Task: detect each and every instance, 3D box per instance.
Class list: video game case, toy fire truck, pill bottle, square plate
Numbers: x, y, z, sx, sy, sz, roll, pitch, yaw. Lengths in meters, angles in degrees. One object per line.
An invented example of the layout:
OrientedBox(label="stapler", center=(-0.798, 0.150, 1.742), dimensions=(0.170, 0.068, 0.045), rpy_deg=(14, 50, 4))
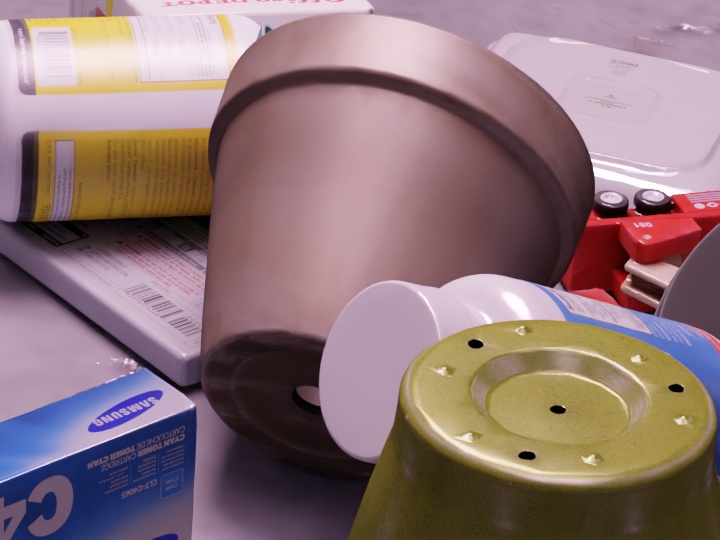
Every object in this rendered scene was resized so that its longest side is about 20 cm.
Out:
OrientedBox(label="video game case", center=(-0.084, -0.010, 1.650), dimensions=(0.182, 0.022, 0.200), rpy_deg=(-19, 36, -35))
OrientedBox(label="toy fire truck", center=(0.173, 0.008, 1.624), dimensions=(0.200, 0.049, 0.141), rpy_deg=(-4, 31, -17))
OrientedBox(label="pill bottle", center=(-0.107, -0.085, 1.645), dimensions=(0.200, 0.112, 0.112), rpy_deg=(-2, 30, -12))
OrientedBox(label="square plate", center=(0.148, -0.094, 1.825), dimensions=(0.200, 0.028, 0.198), rpy_deg=(13, 31, 15))
OrientedBox(label="pill bottle", center=(0.080, 0.064, 1.377), dimensions=(0.200, 0.112, 0.112), rpy_deg=(13, 18, -40))

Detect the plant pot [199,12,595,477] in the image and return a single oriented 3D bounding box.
OrientedBox(label="plant pot", center=(0.000, 0.000, 1.484), dimensions=(0.200, 0.200, 0.174), rpy_deg=(12, 53, 13))

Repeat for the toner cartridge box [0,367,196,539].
OrientedBox(label="toner cartridge box", center=(-0.164, 0.121, 1.329), dimensions=(0.200, 0.095, 0.043), rpy_deg=(-21, 39, -37))

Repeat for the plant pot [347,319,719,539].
OrientedBox(label="plant pot", center=(0.074, 0.132, 1.241), dimensions=(0.200, 0.193, 0.200), rpy_deg=(4, 29, -2))

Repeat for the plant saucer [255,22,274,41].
OrientedBox(label="plant saucer", center=(0.013, -0.053, 1.606), dimensions=(0.200, 0.019, 0.070), rpy_deg=(40, 25, -25))

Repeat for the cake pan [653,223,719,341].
OrientedBox(label="cake pan", center=(0.232, 0.041, 1.456), dimensions=(0.200, 0.037, 0.201), rpy_deg=(-7, 66, 17))

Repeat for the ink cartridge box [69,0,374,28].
OrientedBox(label="ink cartridge box", center=(-0.087, -0.150, 1.815), dimensions=(0.145, 0.084, 0.200), rpy_deg=(-4, 24, -17))
